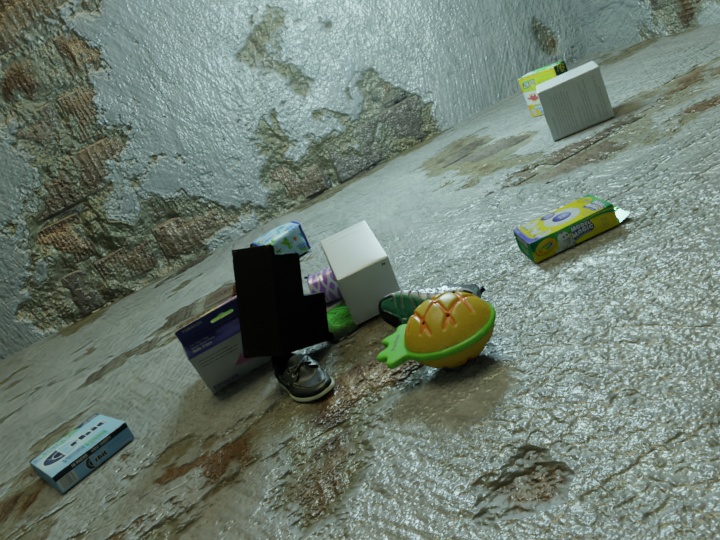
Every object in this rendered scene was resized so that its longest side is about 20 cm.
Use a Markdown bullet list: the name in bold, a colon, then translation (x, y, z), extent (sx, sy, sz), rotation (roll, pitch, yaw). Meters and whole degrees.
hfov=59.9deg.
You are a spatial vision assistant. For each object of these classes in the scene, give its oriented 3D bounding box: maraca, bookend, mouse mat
- **maraca**: translation (0.116, 0.098, 0.969), extent (0.197, 0.109, 0.137), rotation (-20, 17, 23)
- **bookend**: translation (-0.147, 0.052, 1.225), extent (0.090, 0.205, 0.198), rotation (-6, 1, 27)
- **mouse mat**: translation (-0.034, 0.103, 1.392), extent (0.159, 0.008, 0.199), rotation (-34, 16, -22)

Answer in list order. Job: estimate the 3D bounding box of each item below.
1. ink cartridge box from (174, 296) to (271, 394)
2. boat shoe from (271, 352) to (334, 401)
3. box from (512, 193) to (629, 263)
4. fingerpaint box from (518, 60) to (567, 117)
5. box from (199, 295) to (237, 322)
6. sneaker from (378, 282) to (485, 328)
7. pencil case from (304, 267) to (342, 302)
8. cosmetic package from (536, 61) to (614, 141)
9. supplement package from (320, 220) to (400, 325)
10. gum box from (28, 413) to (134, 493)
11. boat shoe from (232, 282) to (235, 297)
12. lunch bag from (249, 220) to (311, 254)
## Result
- **ink cartridge box**: translation (-0.257, 0.148, 1.291), extent (0.194, 0.202, 0.044), rotation (-29, 53, -11)
- **boat shoe**: translation (-0.113, 0.184, 1.147), extent (0.074, 0.067, 0.198), rotation (-31, 16, -19)
- **box**: translation (0.408, -0.089, 1.217), extent (0.196, 0.049, 0.118), rotation (-24, 16, 4)
- **fingerpaint box**: translation (0.739, -0.713, 2.464), extent (0.073, 0.169, 0.199), rotation (-33, 16, -23)
- **box**: translation (-0.269, 0.117, 1.447), extent (0.174, 0.098, 0.200), rotation (-31, -4, -15)
- **sneaker**: translation (0.133, 0.062, 1.159), extent (0.196, 0.076, 0.087), rotation (-5, 13, 28)
- **pencil case**: translation (-0.036, 0.019, 1.540), extent (0.196, 0.086, 0.085), rotation (-22, -7, 12)
- **cosmetic package**: translation (0.686, -0.547, 2.013), extent (0.196, 0.170, 0.167), rotation (-19, 17, 22)
- **supplement package**: translation (0.000, 0.000, 1.366), extent (0.118, 0.123, 0.201), rotation (-24, 29, -3)
- **gum box**: translation (-0.597, 0.384, 1.336), extent (0.198, 0.045, 0.169), rotation (-7, 25, 49)
- **boat shoe**: translation (-0.331, 0.071, 1.895), extent (0.198, 0.072, 0.069), rotation (11, 72, 54)
- **lunch bag**: translation (-0.296, -0.093, 2.234), extent (0.168, 0.129, 0.199), rotation (-32, 26, -20)
